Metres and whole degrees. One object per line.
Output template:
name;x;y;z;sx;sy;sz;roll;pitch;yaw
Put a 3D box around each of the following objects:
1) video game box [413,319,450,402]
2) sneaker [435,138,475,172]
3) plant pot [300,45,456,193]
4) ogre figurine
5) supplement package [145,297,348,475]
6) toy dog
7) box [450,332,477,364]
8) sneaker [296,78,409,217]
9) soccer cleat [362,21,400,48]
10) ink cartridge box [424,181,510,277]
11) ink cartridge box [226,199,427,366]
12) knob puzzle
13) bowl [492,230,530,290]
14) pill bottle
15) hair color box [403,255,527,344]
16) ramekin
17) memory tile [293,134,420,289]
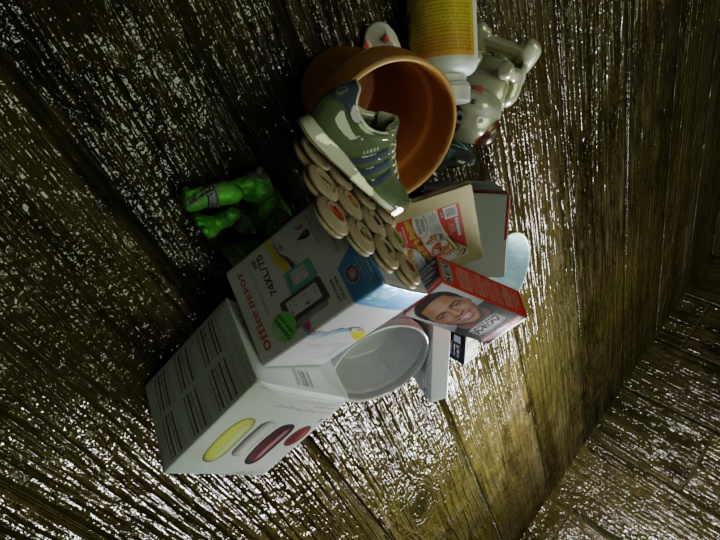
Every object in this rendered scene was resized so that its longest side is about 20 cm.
video game box;0.122;0.129;1.059;0.046;0.182;0.202;-12;120;-18
sneaker;0.148;-0.230;1.006;0.199;0.075;0.080;-21;110;-44
plant pot;0.003;-0.227;0.745;0.199;0.184;0.202;-17;133;-19
ogre figurine;-0.157;-0.068;0.755;0.119;0.098;0.201;-35;118;-4
supplement package;-0.167;0.179;0.769;0.200;0.148;0.191;-44;141;16
toy dog;0.214;-0.322;0.959;0.201;0.139;0.194;-63;180;-31
box;0.174;0.077;1.103;0.049;0.159;0.202;-24;124;-35
sneaker;0.020;-0.146;0.638;0.090;0.067;0.200;-42;133;13
soccer cleat;0.055;-0.313;0.873;0.201;0.069;0.078;67;32;-33
ink cartridge box;0.188;-0.084;0.973;0.200;0.143;0.147;-68;158;-73
ink cartridge box;-0.045;0.018;0.710;0.199;0.148;0.146;-36;158;20
knob puzzle;0.086;-0.050;0.830;0.217;0.031;0.221;-8;141;-7
bowl;0.293;-0.008;1.218;0.199;0.107;0.202;-22;124;-37
pill bottle;0.132;-0.373;0.846;0.112;0.112;0.202;-14;104;-40
hair color box;0.176;0.055;0.893;0.199;0.062;0.102;21;134;-28
ramekin;0.017;0.139;0.977;0.198;0.105;0.201;-16;134;-17
memory tile;0.001;-0.069;0.634;0.017;0.154;0.199;-35;140;21
